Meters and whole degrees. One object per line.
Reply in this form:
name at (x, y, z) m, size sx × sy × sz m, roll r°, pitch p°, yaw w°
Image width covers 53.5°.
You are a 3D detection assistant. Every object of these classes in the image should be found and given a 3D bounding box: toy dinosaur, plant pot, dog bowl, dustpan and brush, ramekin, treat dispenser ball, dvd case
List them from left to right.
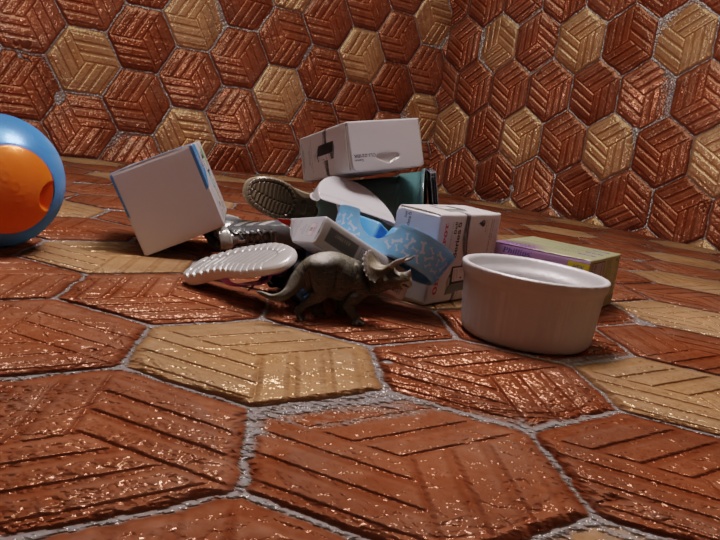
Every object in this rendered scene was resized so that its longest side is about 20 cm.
treat dispenser ball at (-0.551, -0.135, 1.073) m, size 0.200 × 0.202 × 0.201 m, roll 8°, pitch 11°, yaw -1°
toy dinosaur at (-0.037, 0.014, 0.930) m, size 0.199 × 0.103 × 0.077 m, roll 6°, pitch 10°, yaw -15°
dustpan and brush at (-0.029, -0.123, 1.188) m, size 0.139 × 0.057 × 0.200 m, roll 17°, pitch 28°, yaw -21°
plant pot at (0.023, -0.088, 1.316) m, size 0.195 × 0.201 × 0.200 m, roll 2°, pitch 10°, yaw 7°
dog bowl at (0.041, -0.035, 1.046) m, size 0.199 × 0.050 × 0.111 m, roll 21°, pitch -12°, yaw 33°
dvd case at (0.141, -0.088, 1.338) m, size 0.016 × 0.201 × 0.149 m, roll -5°, pitch 10°, yaw 3°
ramekin at (0.233, 0.044, 0.984) m, size 0.199 × 0.098 × 0.201 m, roll 8°, pitch 11°, yaw -2°

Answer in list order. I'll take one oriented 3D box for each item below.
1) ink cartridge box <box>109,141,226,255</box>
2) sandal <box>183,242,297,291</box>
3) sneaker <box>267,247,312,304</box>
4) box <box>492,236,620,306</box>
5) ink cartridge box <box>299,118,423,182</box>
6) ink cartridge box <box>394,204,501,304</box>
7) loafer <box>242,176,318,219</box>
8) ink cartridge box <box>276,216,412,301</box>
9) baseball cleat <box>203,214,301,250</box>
ink cartridge box at (-0.330, -0.135, 1.262) m, size 0.145 × 0.147 × 0.200 m, roll -21°, pitch 15°, yaw -5°
sandal at (-0.161, 0.001, 0.996) m, size 0.202 × 0.050 × 0.082 m, roll -3°, pitch 30°, yaw 38°
sneaker at (-0.099, 0.011, 1.033) m, size 0.082 × 0.071 × 0.200 m, roll -10°, pitch 13°, yaw -5°
box at (0.346, 0.005, 1.275) m, size 0.175 × 0.097 × 0.200 m, roll 15°, pitch 12°, yaw 31°
ink cartridge box at (-0.002, -0.208, 1.249) m, size 0.144 × 0.084 × 0.200 m, roll -9°, pitch 6°, yaw -26°
ink cartridge box at (0.138, -0.030, 1.174) m, size 0.084 × 0.146 × 0.200 m, roll 18°, pitch 15°, yaw 36°
loafer at (-0.143, -0.130, 1.379) m, size 0.199 × 0.076 × 0.068 m, roll 17°, pitch -3°, yaw -34°
ink cartridge box at (-0.036, -0.020, 1.058) m, size 0.162 × 0.057 × 0.200 m, roll 32°, pitch -15°, yaw -25°
baseball cleat at (-0.206, -0.057, 1.331) m, size 0.199 × 0.070 × 0.106 m, roll 7°, pitch 23°, yaw 23°
